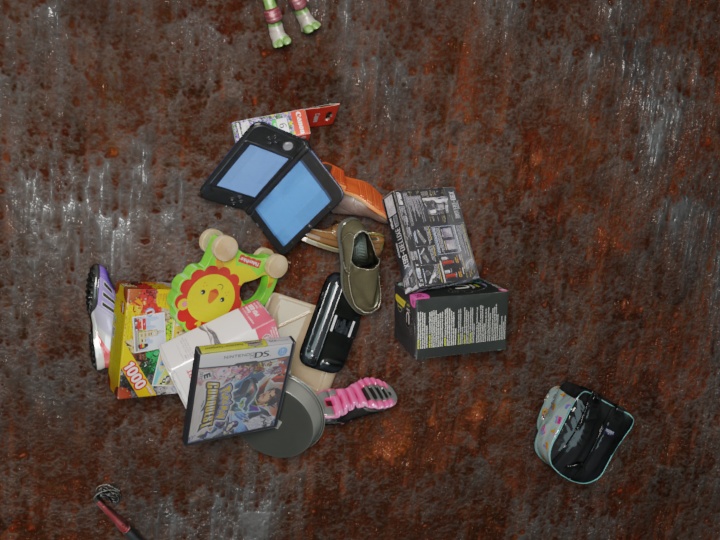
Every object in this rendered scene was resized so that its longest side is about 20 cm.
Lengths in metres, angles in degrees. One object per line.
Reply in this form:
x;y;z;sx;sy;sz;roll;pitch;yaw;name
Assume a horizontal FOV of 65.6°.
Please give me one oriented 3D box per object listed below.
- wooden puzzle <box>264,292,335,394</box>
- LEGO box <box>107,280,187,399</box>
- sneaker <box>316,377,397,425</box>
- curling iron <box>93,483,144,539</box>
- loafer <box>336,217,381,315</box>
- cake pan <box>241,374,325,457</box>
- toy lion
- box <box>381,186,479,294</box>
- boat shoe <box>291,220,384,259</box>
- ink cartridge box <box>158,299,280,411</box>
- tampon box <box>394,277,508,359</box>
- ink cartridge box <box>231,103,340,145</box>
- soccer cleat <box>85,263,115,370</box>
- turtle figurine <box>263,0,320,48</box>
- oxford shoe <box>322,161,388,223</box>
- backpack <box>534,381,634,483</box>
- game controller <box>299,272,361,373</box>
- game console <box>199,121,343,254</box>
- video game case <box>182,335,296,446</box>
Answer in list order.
-0.128;0.157;1.162;0.199;0.037;0.186;19;95;-21;wooden puzzle
-0.378;0.125;1.043;0.148;0.077;0.202;2;101;-38;LEGO box
-0.017;0.292;1.202;0.198;0.079;0.096;-3;137;-24;sneaker
-0.476;0.517;1.141;0.049;0.026;0.201;-27;106;-5;curling iron
0.000;0.000;1.082;0.075;0.070;0.202;-21;112;-18;loafer
-0.170;0.295;1.124;0.198;0.037;0.202;5;114;12;cake pan
-0.252;0.033;1.041;0.199;0.068;0.193;20;93;-47;toy lion
0.141;-0.065;1.121;0.157;0.050;0.202;-9;79;-30;box
-0.045;-0.069;1.125;0.199;0.072;0.069;15;95;-27;boat shoe
-0.246;0.166;1.025;0.199;0.085;0.147;-27;130;-22;ink cartridge box
0.184;0.093;1.165;0.198;0.150;0.127;-4;102;-14;tampon box
-0.135;-0.253;1.040;0.198;0.109;0.051;-14;87;-11;ink cartridge box
-0.472;0.085;1.051;0.073;0.068;0.202;-5;101;-32;soccer cleat
-0.135;-0.500;0.966;0.144;0.199;0.195;-57;137;-38;turtle figurine
-0.019;-0.142;1.127;0.199;0.072;0.073;29;125;-24;oxford shoe
0.498;0.377;1.294;0.175;0.153;0.201;28;83;-15;backpack
-0.051;0.108;1.142;0.104;0.042;0.202;22;86;-35;game controller
-0.162;-0.139;1.003;0.170;0.119;0.200;12;137;-45;game console
-0.217;0.215;1.002;0.180;0.025;0.201;-2;119;-35;video game case
